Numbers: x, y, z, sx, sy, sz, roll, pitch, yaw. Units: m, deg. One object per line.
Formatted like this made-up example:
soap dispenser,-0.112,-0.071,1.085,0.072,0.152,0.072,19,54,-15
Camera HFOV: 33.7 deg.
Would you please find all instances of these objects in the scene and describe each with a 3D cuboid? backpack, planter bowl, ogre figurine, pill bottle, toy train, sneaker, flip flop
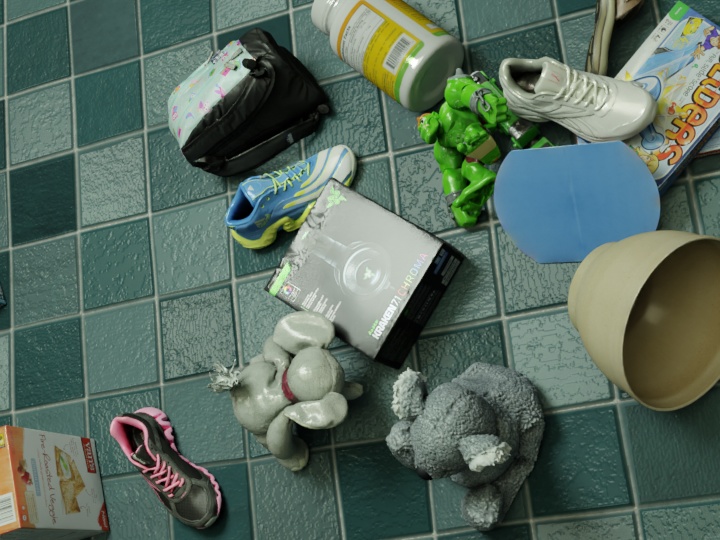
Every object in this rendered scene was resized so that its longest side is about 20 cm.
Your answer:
backpack,-0.166,-0.225,1.628,0.200,0.167,0.127,-39,47,14
planter bowl,0.322,0.040,1.345,0.135,0.200,0.201,29,90,52
ogre figurine,0.131,-0.159,1.485,0.098,0.200,0.120,-22,50,-3
pill bottle,0.030,-0.307,1.576,0.200,0.111,0.111,41,95,25
toy train,0.200,-0.182,1.506,0.042,0.056,0.200,-43,66,9
sneaker,-0.266,0.263,1.579,0.079,0.095,0.200,-46,67,5
sneaker,-0.098,-0.103,1.585,0.200,0.105,0.076,-40,66,10
flip flop,0.323,-0.327,1.482,0.057,0.081,0.201,11,84,7
sneaker,0.248,-0.207,1.407,0.199,0.099,0.078,14,82,28

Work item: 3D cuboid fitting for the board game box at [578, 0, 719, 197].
board game box,0.372,-0.206,1.430,0.135,0.034,0.200,41,96,25

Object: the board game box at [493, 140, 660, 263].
board game box,0.264,-0.088,1.441,0.199,0.039,0.158,-3,120,24

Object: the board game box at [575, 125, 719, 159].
board game box,0.364,-0.179,1.457,0.199,0.019,0.103,-10,76,20

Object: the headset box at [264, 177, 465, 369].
headset box,0.000,0.000,1.528,0.200,0.093,0.174,32,91,26

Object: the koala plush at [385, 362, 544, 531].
koala plush,0.116,0.183,1.378,0.177,0.200,0.184,39,94,26

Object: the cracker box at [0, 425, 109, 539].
cracker box,-0.420,0.286,1.579,0.058,0.200,0.134,-20,71,16

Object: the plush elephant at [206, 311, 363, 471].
plush elephant,-0.072,0.144,1.470,0.154,0.200,0.165,-12,66,24

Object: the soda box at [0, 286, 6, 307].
soda box,-0.638,0.064,1.797,0.200,0.064,0.069,-30,68,15
